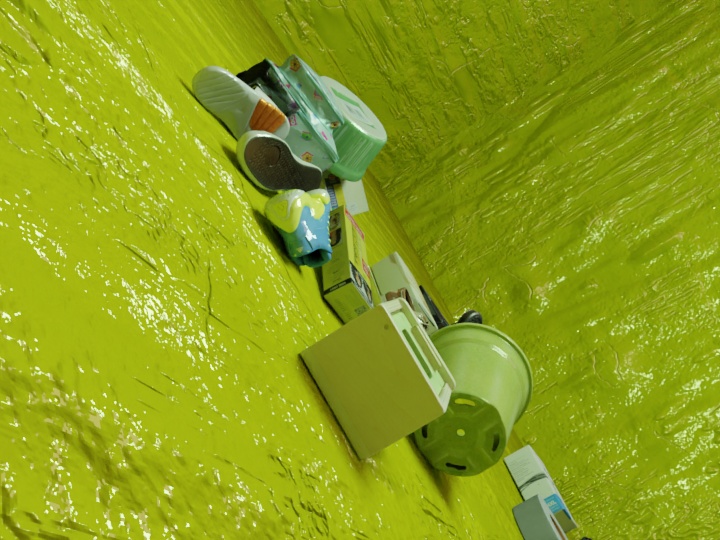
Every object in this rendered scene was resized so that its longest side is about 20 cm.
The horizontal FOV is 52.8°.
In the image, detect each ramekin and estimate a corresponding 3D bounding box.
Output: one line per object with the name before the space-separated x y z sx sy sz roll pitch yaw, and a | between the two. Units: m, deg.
ramekin | -0.043 -0.274 1.378 0.200 0.098 0.200 37 24 -19

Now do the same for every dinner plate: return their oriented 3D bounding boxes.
dinner plate | 0.000 0.000 1.279 0.200 0.024 0.201 159 -90 -86

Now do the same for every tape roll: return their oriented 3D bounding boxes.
tape roll | 0.405 0.585 1.552 0.201 0.066 0.200 57 9 -13

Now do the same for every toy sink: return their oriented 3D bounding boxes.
toy sink | 0.031 0.112 0.832 0.131 0.112 0.200 60 8 6

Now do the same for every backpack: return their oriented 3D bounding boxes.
backpack | -0.110 -0.249 1.209 0.201 0.153 0.176 62 2 -6

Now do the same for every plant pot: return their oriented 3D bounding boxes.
plant pot | 0.156 0.204 1.088 0.201 0.200 0.184 57 20 -6

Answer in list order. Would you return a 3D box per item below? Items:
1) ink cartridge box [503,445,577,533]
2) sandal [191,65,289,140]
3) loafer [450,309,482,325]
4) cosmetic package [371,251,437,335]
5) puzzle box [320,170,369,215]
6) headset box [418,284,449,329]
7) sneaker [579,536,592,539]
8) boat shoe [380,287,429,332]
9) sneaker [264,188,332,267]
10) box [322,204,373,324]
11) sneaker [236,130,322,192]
ink cartridge box | 0.473 0.584 1.915 0.146 0.084 0.201 51 12 -44
sandal | -0.172 -0.245 1.046 0.207 0.079 0.059 41 21 -59
loafer | 0.249 0.164 1.885 0.071 0.073 0.201 61 -37 33
cosmetic package | 0.094 0.058 1.586 0.105 0.071 0.200 53 10 -33
puzzle box | -0.043 -0.172 1.449 0.200 0.025 0.134 -25 102 -67
headset box | 0.183 0.156 1.758 0.200 0.075 0.149 52 8 -38
sneaker | 0.583 0.754 1.903 0.071 0.099 0.200 61 7 33
boat shoe | 0.095 0.108 1.399 0.076 0.072 0.201 48 13 -51
sneaker | -0.076 -0.054 1.005 0.200 0.075 0.106 -24 94 -75
box | -0.022 -0.011 1.095 0.075 0.050 0.201 55 17 -33
sneaker | -0.137 -0.157 1.055 0.084 0.073 0.200 28 1 25
